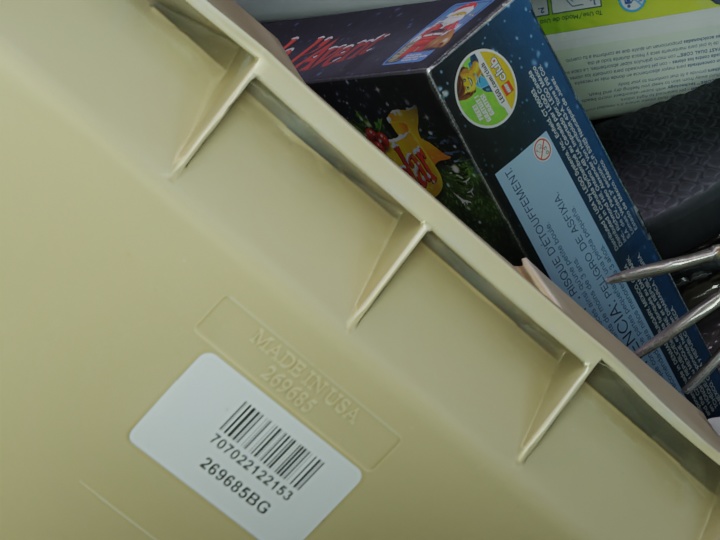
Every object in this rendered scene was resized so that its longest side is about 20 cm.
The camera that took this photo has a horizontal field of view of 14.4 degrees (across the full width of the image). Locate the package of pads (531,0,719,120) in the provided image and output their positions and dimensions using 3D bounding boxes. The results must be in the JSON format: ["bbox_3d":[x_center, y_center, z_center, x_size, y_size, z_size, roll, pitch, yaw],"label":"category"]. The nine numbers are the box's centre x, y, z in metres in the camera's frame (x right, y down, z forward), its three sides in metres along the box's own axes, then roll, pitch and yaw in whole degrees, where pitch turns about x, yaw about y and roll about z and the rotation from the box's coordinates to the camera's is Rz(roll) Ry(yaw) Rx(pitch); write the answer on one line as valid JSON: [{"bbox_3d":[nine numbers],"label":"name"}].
[{"bbox_3d":[0.069,-0.105,0.950,0.154,0.068,0.200,-10,21,-8],"label":"package of pads"}]

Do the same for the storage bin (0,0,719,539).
[{"bbox_3d":[-0.059,0.047,0.570,0.199,0.200,0.094,-47,22,7],"label":"storage bin"}]

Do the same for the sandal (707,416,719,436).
[{"bbox_3d":[0.036,0.073,0.677,0.202,0.050,0.083,3,51,36],"label":"sandal"}]

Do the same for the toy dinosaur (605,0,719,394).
[{"bbox_3d":[0.132,-0.063,0.661,0.200,0.181,0.105,-48,21,15],"label":"toy dinosaur"}]

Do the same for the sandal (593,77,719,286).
[{"bbox_3d":[0.105,-0.023,0.827,0.200,0.043,0.076,-24,26,-10],"label":"sandal"}]

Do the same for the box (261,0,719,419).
[{"bbox_3d":[0.000,0.000,0.763,0.038,0.137,0.200,-41,22,-29],"label":"box"}]

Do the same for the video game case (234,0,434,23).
[{"bbox_3d":[0.027,-0.115,0.865,0.199,0.024,0.182,-5,22,3],"label":"video game case"}]
